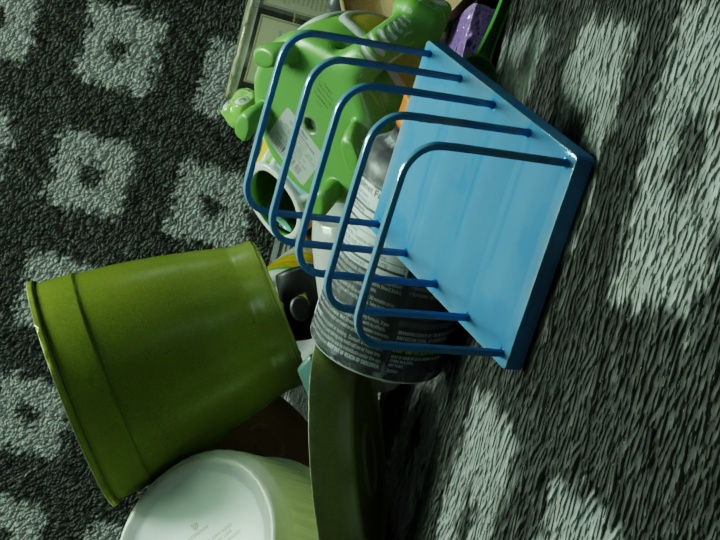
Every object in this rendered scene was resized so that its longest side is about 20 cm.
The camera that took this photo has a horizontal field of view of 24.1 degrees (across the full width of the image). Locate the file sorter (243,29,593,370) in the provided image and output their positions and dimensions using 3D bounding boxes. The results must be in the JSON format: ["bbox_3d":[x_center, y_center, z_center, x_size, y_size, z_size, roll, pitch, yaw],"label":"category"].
[{"bbox_3d":[0.025,-0.050,1.041,0.200,0.122,0.140,47,127,53],"label":"file sorter"}]

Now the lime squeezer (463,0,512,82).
[{"bbox_3d":[0.100,-0.142,1.302,0.070,0.038,0.201,-31,34,34],"label":"lime squeezer"}]

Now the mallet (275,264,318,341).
[{"bbox_3d":[-0.047,0.039,1.423,0.200,0.041,0.066,-110,3,-82],"label":"mallet"}]

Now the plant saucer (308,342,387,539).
[{"bbox_3d":[-0.006,0.145,1.283,0.200,0.031,0.202,-6,-90,-81],"label":"plant saucer"}]

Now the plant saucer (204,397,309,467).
[{"bbox_3d":[-0.094,0.167,1.545,0.035,0.200,0.201,-45,22,28],"label":"plant saucer"}]

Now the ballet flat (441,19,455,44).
[{"bbox_3d":[0.056,-0.211,1.604,0.201,0.067,0.068,-83,6,-45],"label":"ballet flat"}]

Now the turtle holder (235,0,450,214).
[{"bbox_3d":[-0.005,-0.146,1.309,0.131,0.141,0.186,-32,-38,-34],"label":"turtle holder"}]

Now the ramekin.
[{"bbox_3d":[-0.108,0.237,1.360,0.094,0.201,0.204,38,-123,-50],"label":"ramekin"}]

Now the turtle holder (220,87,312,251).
[{"bbox_3d":[-0.043,-0.104,1.607,0.141,0.131,0.186,-18,97,55],"label":"turtle holder"}]

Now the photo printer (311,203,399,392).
[{"bbox_3d":[0.000,0.000,1.432,0.200,0.069,0.167,-92,-6,-68],"label":"photo printer"}]

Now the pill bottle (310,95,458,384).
[{"bbox_3d":[0.038,-0.028,1.223,0.106,0.106,0.201,-93,19,-68],"label":"pill bottle"}]

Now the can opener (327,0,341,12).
[{"bbox_3d":[0.048,-0.304,1.578,0.200,0.067,0.053,-48,17,20],"label":"can opener"}]

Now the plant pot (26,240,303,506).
[{"bbox_3d":[-0.153,0.069,1.420,0.200,0.192,0.202,159,90,-85],"label":"plant pot"}]

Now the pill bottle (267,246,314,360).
[{"bbox_3d":[-0.047,0.032,1.647,0.200,0.110,0.112,-43,-29,-70],"label":"pill bottle"}]

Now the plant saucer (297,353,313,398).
[{"bbox_3d":[-0.020,0.098,1.440,0.200,0.019,0.070,-17,-97,-81],"label":"plant saucer"}]

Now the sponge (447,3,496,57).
[{"bbox_3d":[0.075,-0.117,1.417,0.112,0.030,0.201,160,124,-82],"label":"sponge"}]

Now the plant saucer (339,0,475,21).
[{"bbox_3d":[0.066,-0.283,1.494,0.200,0.035,0.201,-25,51,34],"label":"plant saucer"}]

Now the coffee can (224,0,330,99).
[{"bbox_3d":[-0.025,-0.220,1.716,0.146,0.199,0.147,-165,90,-83],"label":"coffee can"}]
